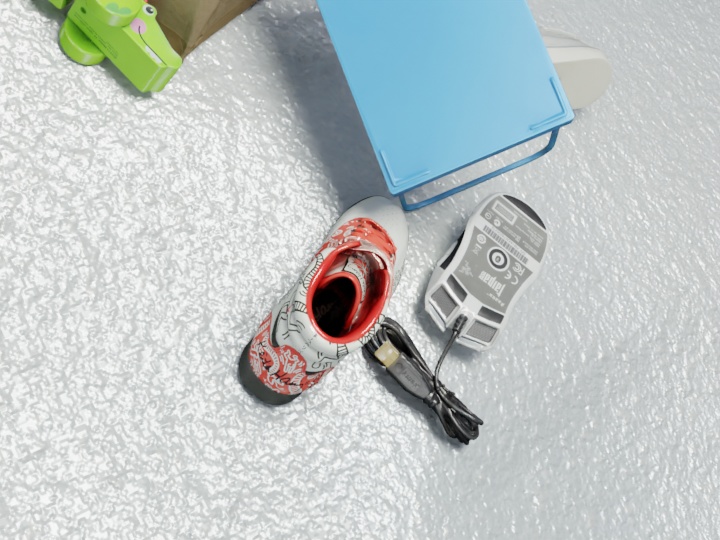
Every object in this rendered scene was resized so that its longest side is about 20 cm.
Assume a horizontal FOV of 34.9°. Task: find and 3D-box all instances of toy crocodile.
[{"bbox_3d":[-0.200,-0.206,0.793,0.200,0.067,0.062,43,51,-5],"label":"toy crocodile"}]

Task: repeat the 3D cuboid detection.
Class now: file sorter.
[{"bbox_3d":[0.055,-0.163,0.857,0.137,0.123,0.203,-22,80,3],"label":"file sorter"}]

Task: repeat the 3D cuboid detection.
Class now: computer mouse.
[{"bbox_3d":[0.083,0.025,0.868,0.109,0.044,0.201,38,58,-3],"label":"computer mouse"}]

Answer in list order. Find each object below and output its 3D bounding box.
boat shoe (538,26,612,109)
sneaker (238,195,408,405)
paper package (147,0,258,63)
[{"bbox_3d":[0.125,-0.182,0.988,0.197,0.073,0.069,-9,42,-23],"label":"boat shoe"},{"bbox_3d":[0.000,0.001,0.784,0.067,0.108,0.202,42,51,-5],"label":"sneaker"},{"bbox_3d":[-0.132,-0.292,0.859,0.200,0.103,0.191,46,50,-2],"label":"paper package"}]
